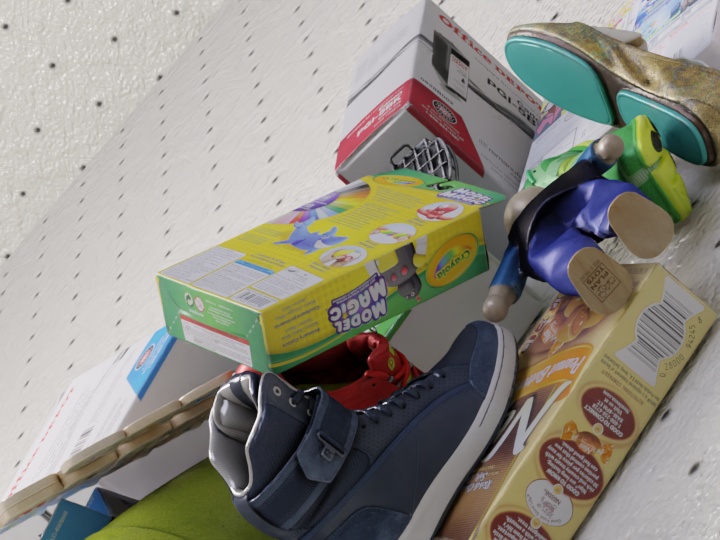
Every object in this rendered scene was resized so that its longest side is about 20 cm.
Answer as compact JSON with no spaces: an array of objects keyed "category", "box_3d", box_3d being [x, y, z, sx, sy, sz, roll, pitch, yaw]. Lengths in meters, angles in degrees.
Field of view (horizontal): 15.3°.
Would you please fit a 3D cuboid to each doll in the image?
[{"category":"doll","box_3d":[0.122,-0.022,1.613,0.137,0.048,0.200,-53,15,1]}]

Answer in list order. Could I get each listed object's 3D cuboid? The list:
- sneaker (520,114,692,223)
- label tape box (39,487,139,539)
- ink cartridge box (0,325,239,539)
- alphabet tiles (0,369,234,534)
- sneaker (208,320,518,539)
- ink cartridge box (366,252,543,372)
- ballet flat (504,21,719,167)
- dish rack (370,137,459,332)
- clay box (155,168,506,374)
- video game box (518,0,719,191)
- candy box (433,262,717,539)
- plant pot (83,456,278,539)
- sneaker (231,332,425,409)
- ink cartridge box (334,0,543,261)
[{"category":"sneaker","box_3d":[0.153,-0.047,1.726,0.083,0.074,0.200,-29,2,-13]},{"category":"label tape box","box_3d":[-0.166,0.223,1.757,0.066,0.199,0.144,34,98,49]},{"category":"ink cartridge box","box_3d":[-0.170,0.133,1.927,0.200,0.084,0.147,-29,28,57]},{"category":"alphabet tiles","box_3d":[-0.145,0.112,1.707,0.199,0.015,0.196,-29,-4,-19]},{"category":"sneaker","box_3d":[0.000,0.078,1.554,0.077,0.146,0.203,-33,22,57]},{"category":"ink cartridge box","box_3d":[0.022,0.055,1.874,0.147,0.083,0.200,-54,15,-14]},{"category":"ballet flat","box_3d":[0.180,-0.125,1.757,0.200,0.071,0.071,30,79,44]},{"category":"dish rack","box_3d":[0.000,0.000,1.813,0.200,0.055,0.154,-44,18,13]},{"category":"clay box","box_3d":[-0.012,-0.004,1.649,0.199,0.048,0.115,-24,26,-32]},{"category":"video game box","box_3d":[0.200,-0.138,1.885,0.200,0.047,0.183,-40,21,34]},{"category":"candy box","box_3d":[0.114,0.090,1.571,0.201,0.055,0.115,-54,15,-13]},{"category":"plant pot","box_3d":[-0.073,0.198,1.658,0.200,0.201,0.193,-34,10,48]},{"category":"sneaker","box_3d":[0.018,0.079,1.639,0.077,0.198,0.085,-108,24,-54]},{"category":"ink cartridge box","box_3d":[0.066,-0.095,1.979,0.083,0.147,0.200,-43,17,24]}]
